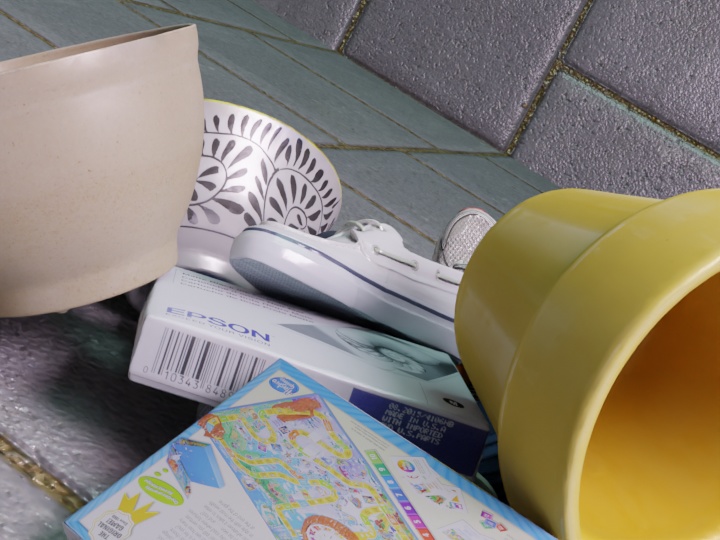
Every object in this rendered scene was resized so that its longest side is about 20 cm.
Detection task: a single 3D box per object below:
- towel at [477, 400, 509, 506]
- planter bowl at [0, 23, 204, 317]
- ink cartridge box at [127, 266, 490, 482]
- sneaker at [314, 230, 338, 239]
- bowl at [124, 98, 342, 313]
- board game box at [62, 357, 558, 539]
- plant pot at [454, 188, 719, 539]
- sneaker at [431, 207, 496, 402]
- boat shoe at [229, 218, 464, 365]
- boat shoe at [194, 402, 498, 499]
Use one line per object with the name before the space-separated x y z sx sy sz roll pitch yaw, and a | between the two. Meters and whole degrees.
towel | 0.130 0.067 0.791 0.048 0.111 0.201 41 52 -15
planter bowl | -0.177 -0.055 0.691 0.197 0.137 0.200 -11 15 3
ink cartridge box | -0.034 0.049 0.713 0.197 0.041 0.200 19 8 -10
sneaker | -0.016 0.031 0.870 0.082 0.070 0.201 41 -15 38
bowl | -0.113 -0.020 0.830 0.199 0.200 0.095 22 54 -26
board game box | -0.017 0.126 0.506 0.134 0.035 0.199 -35 44 -28
plant pot | 0.139 0.046 0.586 0.199 0.203 0.189 21 11 -27
sneaker | 0.092 0.043 0.891 0.076 0.203 0.082 -1 -25 -1
boat shoe | 0.000 0.000 0.766 0.073 0.068 0.199 3 -18 44
boat shoe | -0.006 0.111 0.724 0.198 0.071 0.072 22 19 -16
